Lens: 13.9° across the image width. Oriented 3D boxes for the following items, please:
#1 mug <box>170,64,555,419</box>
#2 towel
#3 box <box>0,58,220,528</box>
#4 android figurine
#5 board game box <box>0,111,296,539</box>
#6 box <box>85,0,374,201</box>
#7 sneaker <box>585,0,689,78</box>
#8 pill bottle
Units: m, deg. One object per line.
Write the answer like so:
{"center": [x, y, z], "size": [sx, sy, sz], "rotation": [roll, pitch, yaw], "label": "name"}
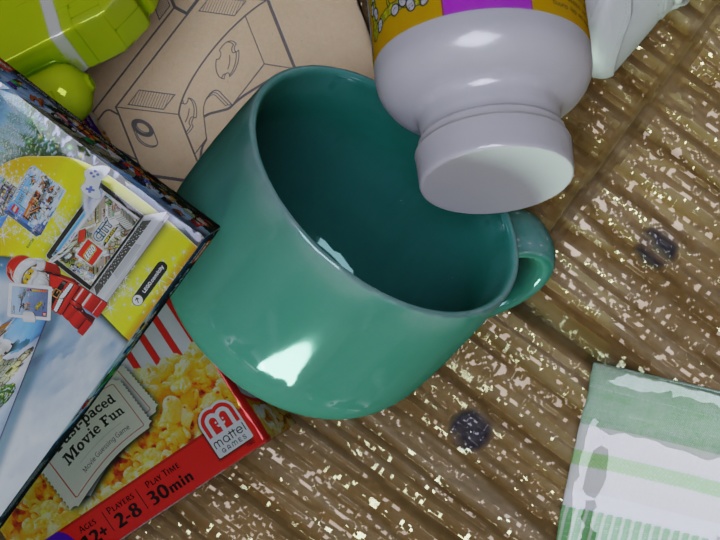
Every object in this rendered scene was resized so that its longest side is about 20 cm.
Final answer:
{"center": [-0.006, 0.004, 1.415], "size": [0.185, 0.152, 0.114], "rotation": [33, 126, -14], "label": "mug"}
{"center": [0.168, 0.160, 1.469], "size": [0.152, 0.023, 0.200], "rotation": [13, 92, 6], "label": "towel"}
{"center": [-0.177, 0.019, 1.354], "size": [0.137, 0.038, 0.200], "rotation": [38, 102, 3], "label": "box"}
{"center": [-0.175, -0.134, 1.446], "size": [0.200, 0.041, 0.182], "rotation": [-26, 50, 6], "label": "android figurine"}
{"center": [-0.149, 0.036, 1.468], "size": [0.151, 0.046, 0.200], "rotation": [-35, 86, 21], "label": "board game box"}
{"center": [-0.092, -0.099, 1.493], "size": [0.200, 0.021, 0.164], "rotation": [-22, 89, 4], "label": "box"}
{"center": [0.177, -0.169, 1.442], "size": [0.099, 0.078, 0.200], "rotation": [33, 94, 1], "label": "sneaker"}
{"center": [0.054, -0.132, 1.407], "size": [0.104, 0.104, 0.200], "rotation": [-8, 66, 5], "label": "pill bottle"}
